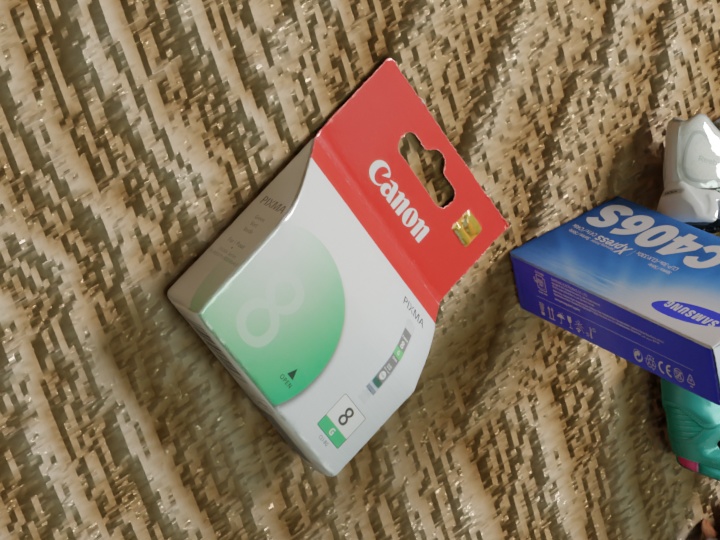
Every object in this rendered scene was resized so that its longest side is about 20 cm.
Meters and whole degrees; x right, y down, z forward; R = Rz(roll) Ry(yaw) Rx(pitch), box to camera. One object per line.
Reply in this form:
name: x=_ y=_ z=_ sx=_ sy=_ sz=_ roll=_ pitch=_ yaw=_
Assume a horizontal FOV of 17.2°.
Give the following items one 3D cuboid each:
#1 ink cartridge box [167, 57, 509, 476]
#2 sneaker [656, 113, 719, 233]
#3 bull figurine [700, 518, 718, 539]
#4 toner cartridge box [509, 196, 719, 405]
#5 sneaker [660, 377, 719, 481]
ink cartridge box: x=0.000 y=0.000 z=1.426 sx=0.200 sy=0.050 sz=0.161 roll=-46 pitch=127 yaw=-10
sneaker: x=0.273 y=-0.065 z=1.583 sx=0.199 sy=0.075 sz=0.082 roll=0 pitch=82 yaw=-43
bull figurine: x=0.317 y=0.174 z=1.707 sx=0.200 sy=0.065 sz=0.121 roll=-52 pitch=132 yaw=-5
toner cartridge box: x=0.189 y=0.015 z=1.467 sx=0.095 sy=0.200 sz=0.043 roll=-28 pitch=120 yaw=-24
sneaker: x=0.293 y=0.103 z=1.647 sx=0.198 sy=0.084 sz=0.122 roll=-6 pitch=106 yaw=-25
